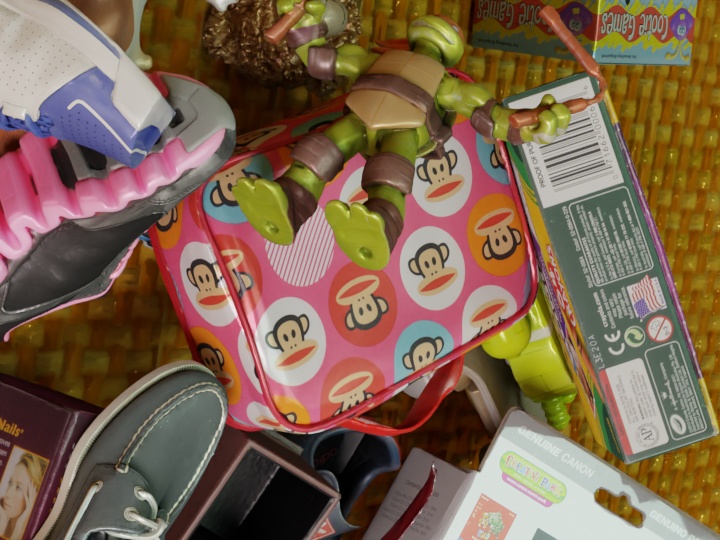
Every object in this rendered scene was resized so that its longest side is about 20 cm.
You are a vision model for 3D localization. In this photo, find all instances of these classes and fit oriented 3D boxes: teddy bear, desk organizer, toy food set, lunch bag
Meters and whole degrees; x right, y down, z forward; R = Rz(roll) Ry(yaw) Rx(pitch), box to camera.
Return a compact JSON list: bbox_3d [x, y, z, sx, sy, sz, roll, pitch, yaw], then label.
[{"bbox_3d":[-0.017,-0.198,1.125,0.145,0.067,0.200,46,67,-41],"label":"teddy bear"},{"bbox_3d":[-0.102,0.173,1.086,0.072,0.077,0.200,35,90,-26],"label":"desk organizer"},{"bbox_3d":[0.071,0.077,1.274,0.144,0.060,0.200,-88,158,-50],"label":"toy food set"},{"bbox_3d":[0.000,0.000,1.058,0.200,0.082,0.176,-24,100,-33],"label":"lunch bag"}]

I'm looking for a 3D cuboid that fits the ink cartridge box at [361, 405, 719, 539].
[{"bbox_3d":[0.103,0.194,1.202,0.200,0.084,0.176,34,81,-24],"label":"ink cartridge box"}]

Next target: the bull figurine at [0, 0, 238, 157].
[{"bbox_3d":[-0.127,-0.137,1.014,0.121,0.065,0.200,18,96,-15],"label":"bull figurine"}]

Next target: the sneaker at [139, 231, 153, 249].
[{"bbox_3d":[-0.049,-0.040,1.119,0.200,0.075,0.087,13,85,-32],"label":"sneaker"}]

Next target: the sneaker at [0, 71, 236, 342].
[{"bbox_3d":[-0.138,-0.024,0.989,0.095,0.200,0.079,41,27,-51],"label":"sneaker"}]

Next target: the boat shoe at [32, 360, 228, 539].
[{"bbox_3d":[-0.115,0.131,0.953,0.200,0.062,0.073,-53,133,-22],"label":"boat shoe"}]

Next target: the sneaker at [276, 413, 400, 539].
[{"bbox_3d":[-0.055,0.148,1.170,0.200,0.085,0.075,-46,130,-28],"label":"sneaker"}]

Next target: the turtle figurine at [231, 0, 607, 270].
[{"bbox_3d":[0.005,-0.078,0.983,0.161,0.200,0.064,-56,163,-32],"label":"turtle figurine"}]

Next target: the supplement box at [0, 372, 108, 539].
[{"bbox_3d":[-0.180,0.159,1.021,0.086,0.110,0.200,23,84,-47],"label":"supplement box"}]

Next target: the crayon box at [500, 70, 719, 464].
[{"bbox_3d":[0.129,-0.001,1.112,0.058,0.173,0.200,-18,88,0],"label":"crayon box"}]

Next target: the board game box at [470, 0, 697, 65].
[{"bbox_3d":[0.148,-0.233,1.261,0.103,0.105,0.200,-6,104,-45],"label":"board game box"}]

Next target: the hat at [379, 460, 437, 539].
[{"bbox_3d":[-0.061,0.215,1.097,0.166,0.200,0.176,87,5,-61],"label":"hat"}]

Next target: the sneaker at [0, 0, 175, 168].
[{"bbox_3d":[-0.190,-0.089,0.918,0.115,0.199,0.081,-55,172,-3],"label":"sneaker"}]

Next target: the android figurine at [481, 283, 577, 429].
[{"bbox_3d":[0.096,-0.001,1.241,0.182,0.041,0.200,-62,133,-69],"label":"android figurine"}]
